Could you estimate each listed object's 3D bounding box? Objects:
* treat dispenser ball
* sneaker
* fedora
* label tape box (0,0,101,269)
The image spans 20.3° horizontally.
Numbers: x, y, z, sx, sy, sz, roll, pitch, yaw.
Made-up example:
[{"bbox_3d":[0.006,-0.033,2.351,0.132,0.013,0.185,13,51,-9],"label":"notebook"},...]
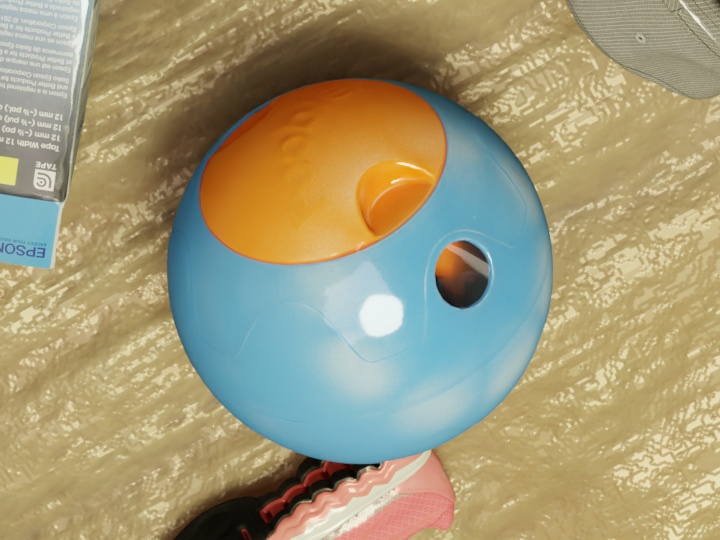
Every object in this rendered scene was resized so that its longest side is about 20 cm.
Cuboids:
[{"bbox_3d":[0.000,0.000,1.045,0.201,0.201,0.201,-1,110,-3],"label":"treat dispenser ball"},{"bbox_3d":[-0.031,0.166,1.168,0.200,0.074,0.087,-32,115,2],"label":"sneaker"},{"bbox_3d":[0.168,-0.156,1.038,0.200,0.177,0.090,43,132,-19],"label":"fedora"},{"bbox_3d":[-0.216,-0.112,1.065,0.143,0.066,0.200,9,112,-6],"label":"label tape box"}]
